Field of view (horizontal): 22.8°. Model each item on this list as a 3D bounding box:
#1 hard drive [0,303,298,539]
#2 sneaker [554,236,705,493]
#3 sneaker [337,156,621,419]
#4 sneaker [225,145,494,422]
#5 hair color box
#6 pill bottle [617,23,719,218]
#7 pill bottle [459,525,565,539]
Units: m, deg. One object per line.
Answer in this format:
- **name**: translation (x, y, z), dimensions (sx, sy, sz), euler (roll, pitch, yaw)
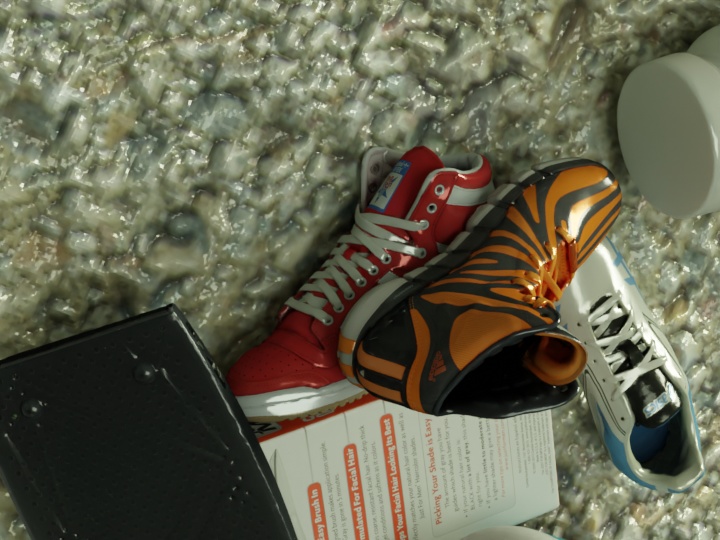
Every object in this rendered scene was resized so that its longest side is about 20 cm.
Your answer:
- **hard drive**: translation (-0.107, 0.118, 0.928), dimensions (0.134, 0.042, 0.201), euler (-18, 110, 15)
- **sneaker**: translation (0.160, 0.051, 1.085), dimensions (0.072, 0.072, 0.201), euler (-36, 117, -15)
- **sneaker**: translation (0.093, 0.018, 0.941), dimensions (0.200, 0.112, 0.078), euler (-39, 129, -24)
- **sneaker**: translation (0.000, 0.000, 0.979), dimensions (0.199, 0.071, 0.113), euler (-26, 119, -30)
- **hair color box**: translation (0.013, 0.110, 1.022), dimensions (0.199, 0.064, 0.112), euler (-18, 113, -26)
- **pill bottle**: translation (0.262, -0.101, 1.077), dimensions (0.199, 0.116, 0.117), euler (-16, 111, -24)
- **pill bottle**: translation (0.102, 0.208, 1.031), dimensions (0.200, 0.110, 0.111), euler (28, 88, -57)
